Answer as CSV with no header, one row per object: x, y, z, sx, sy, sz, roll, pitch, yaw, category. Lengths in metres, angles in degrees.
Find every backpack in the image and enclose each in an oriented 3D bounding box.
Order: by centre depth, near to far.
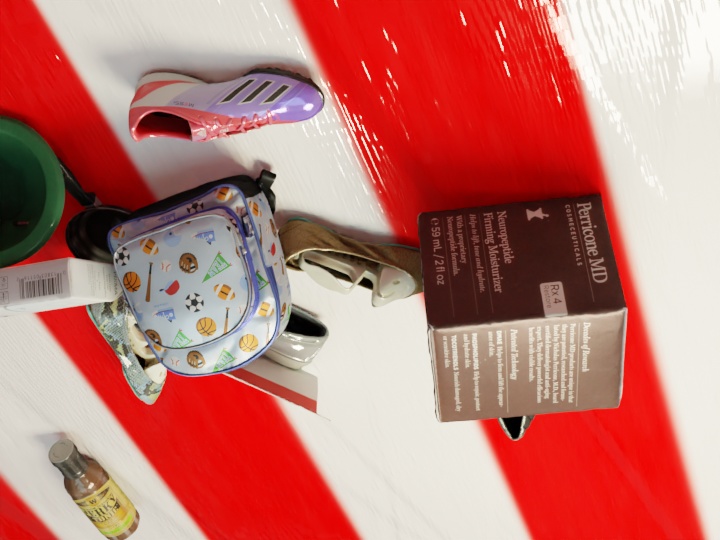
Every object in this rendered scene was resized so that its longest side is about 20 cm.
-0.163,0.013,1.459,0.199,0.154,0.192,-18,104,17,backpack

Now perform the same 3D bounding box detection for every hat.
-0.410,-0.084,1.543,0.198,0.176,0.167,-15,93,2,hat

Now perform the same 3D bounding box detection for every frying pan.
-0.306,-0.056,1.552,0.115,0.031,0.190,-29,123,34,frying pan

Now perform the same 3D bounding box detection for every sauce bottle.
-0.386,0.316,1.974,0.064,0.065,0.201,-8,137,20,sauce bottle

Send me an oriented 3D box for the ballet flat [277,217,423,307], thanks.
0.000,0.000,1.522,0.199,0.073,0.068,18,138,-10,ballet flat

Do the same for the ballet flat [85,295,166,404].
-0.271,0.094,1.694,0.074,0.075,0.201,-5,139,17,ballet flat

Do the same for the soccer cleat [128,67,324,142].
-0.135,-0.157,1.367,0.198,0.074,0.068,2,139,10,soccer cleat

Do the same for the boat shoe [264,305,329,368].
-0.126,0.046,1.615,0.200,0.070,0.072,27,127,-25,boat shoe

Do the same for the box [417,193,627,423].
0.166,0.041,1.442,0.198,0.167,0.165,-6,137,3,box

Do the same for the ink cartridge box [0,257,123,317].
-0.328,0.027,1.528,0.159,0.048,0.200,-9,170,24,ink cartridge box

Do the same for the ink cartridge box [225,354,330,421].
-0.121,0.117,1.623,0.160,0.050,0.200,25,172,-16,ink cartridge box

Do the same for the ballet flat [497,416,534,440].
0.182,0.128,1.644,0.066,0.057,0.201,-5,137,15,ballet flat
